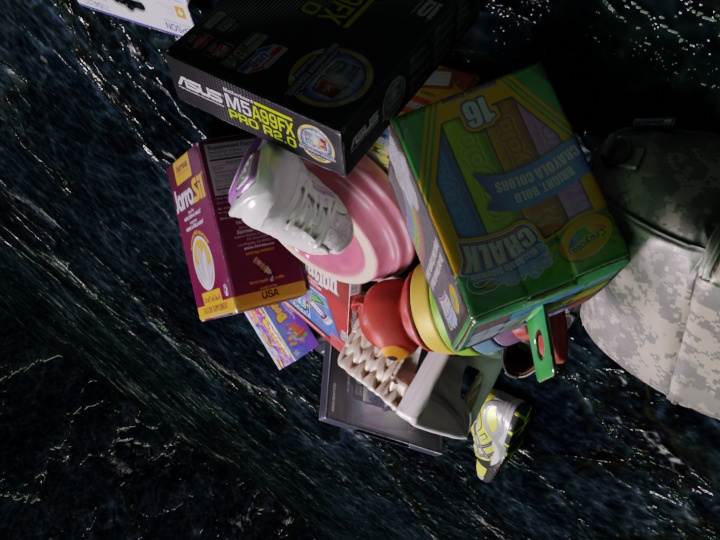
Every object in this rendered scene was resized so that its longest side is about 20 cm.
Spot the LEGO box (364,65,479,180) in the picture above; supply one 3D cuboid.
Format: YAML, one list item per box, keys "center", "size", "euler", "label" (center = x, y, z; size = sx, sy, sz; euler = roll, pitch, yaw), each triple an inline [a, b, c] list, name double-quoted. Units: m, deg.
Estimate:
- center: [0.016, -0.131, 0.750]
  size: [0.197, 0.078, 0.150]
  euler: [24, 151, 27]
  label: "LEGO box"

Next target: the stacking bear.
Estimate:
- center: [0.086, 0.036, 0.755]
  size: [0.196, 0.116, 0.121]
  euler: [-13, 152, 32]
  label: "stacking bear"

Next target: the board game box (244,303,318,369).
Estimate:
- center: [-0.147, 0.048, 1.190]
  size: [0.202, 0.044, 0.134]
  euler: [58, 160, 2]
  label: "board game box"

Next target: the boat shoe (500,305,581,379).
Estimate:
- center: [0.193, 0.048, 0.821]
  size: [0.071, 0.068, 0.202]
  euler: [31, 148, 14]
  label: "boat shoe"

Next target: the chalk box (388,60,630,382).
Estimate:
- center: [0.110, -0.021, 0.576]
  size: [0.125, 0.121, 0.204]
  euler: [86, 163, -76]
  label: "chalk box"

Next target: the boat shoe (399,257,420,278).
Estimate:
- center: [0.109, -0.024, 0.823]
  size: [0.067, 0.057, 0.199]
  euler: [46, 153, -18]
  label: "boat shoe"

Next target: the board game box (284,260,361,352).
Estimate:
- center: [-0.063, 0.013, 0.955]
  size: [0.199, 0.019, 0.105]
  euler: [34, 128, 47]
  label: "board game box"

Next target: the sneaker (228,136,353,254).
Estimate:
- center: [-0.048, -0.057, 0.631]
  size: [0.098, 0.076, 0.200]
  euler: [28, -179, 3]
  label: "sneaker"

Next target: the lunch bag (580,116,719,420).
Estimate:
- center: [0.248, -0.003, 0.588]
  size: [0.165, 0.140, 0.202]
  euler: [22, 149, 27]
  label: "lunch bag"

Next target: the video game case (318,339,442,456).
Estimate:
- center: [0.033, 0.148, 1.018]
  size: [0.197, 0.146, 0.019]
  euler: [23, 147, -32]
  label: "video game case"

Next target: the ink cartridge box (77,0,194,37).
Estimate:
- center: [-0.253, -0.347, 0.790]
  size: [0.193, 0.044, 0.202]
  euler: [23, 152, 25]
  label: "ink cartridge box"

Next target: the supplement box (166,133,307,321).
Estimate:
- center: [-0.155, -0.051, 0.963]
  size: [0.130, 0.101, 0.205]
  euler: [-16, 87, 59]
  label: "supplement box"

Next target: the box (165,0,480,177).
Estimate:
- center: [-0.022, -0.178, 0.584]
  size: [0.158, 0.201, 0.045]
  euler: [27, 150, 22]
  label: "box"

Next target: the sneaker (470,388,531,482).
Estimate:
- center: [0.191, 0.231, 1.120]
  size: [0.076, 0.075, 0.203]
  euler: [33, 144, 24]
  label: "sneaker"

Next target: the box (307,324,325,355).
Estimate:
- center: [-0.003, 0.104, 1.171]
  size: [0.160, 0.049, 0.200]
  euler: [40, 155, -9]
  label: "box"

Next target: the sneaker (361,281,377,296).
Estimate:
- center: [0.000, 0.000, 0.947]
  size: [0.085, 0.077, 0.202]
  euler: [49, 165, 40]
  label: "sneaker"

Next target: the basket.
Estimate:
- center: [0.077, 0.101, 0.912]
  size: [0.122, 0.138, 0.200]
  euler: [28, 177, 29]
  label: "basket"

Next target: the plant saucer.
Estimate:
- center: [-0.034, -0.055, 0.788]
  size: [0.198, 0.051, 0.202]
  euler: [29, 154, 15]
  label: "plant saucer"
